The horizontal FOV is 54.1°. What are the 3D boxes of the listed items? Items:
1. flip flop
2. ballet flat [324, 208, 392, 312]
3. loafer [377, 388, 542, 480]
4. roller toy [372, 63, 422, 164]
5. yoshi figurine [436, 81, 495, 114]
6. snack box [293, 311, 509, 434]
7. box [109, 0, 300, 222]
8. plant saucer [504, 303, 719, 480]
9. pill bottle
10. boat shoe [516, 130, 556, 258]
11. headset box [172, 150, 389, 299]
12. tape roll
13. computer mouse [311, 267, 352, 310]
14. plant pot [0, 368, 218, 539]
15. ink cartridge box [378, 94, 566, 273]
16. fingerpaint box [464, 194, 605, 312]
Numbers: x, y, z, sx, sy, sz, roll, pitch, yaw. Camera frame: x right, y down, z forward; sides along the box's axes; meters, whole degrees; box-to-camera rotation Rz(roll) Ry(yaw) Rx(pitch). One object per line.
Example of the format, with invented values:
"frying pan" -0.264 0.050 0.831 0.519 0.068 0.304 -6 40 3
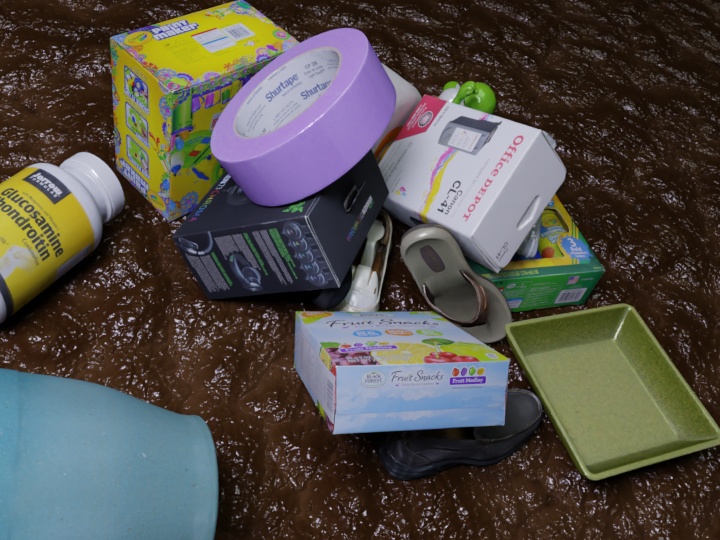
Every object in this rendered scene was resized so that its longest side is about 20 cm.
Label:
"flip flop" 0.110 0.027 0.796 0.080 0.201 0.058 -27 40 16
"ballet flat" 0.000 0.000 0.854 0.066 0.063 0.203 14 46 -1
"loafer" 0.115 0.160 0.734 0.196 0.073 0.073 -13 53 -27
"roller toy" -0.006 -0.185 0.934 0.139 0.203 0.181 38 35 20
"yoshi figurine" 0.171 -0.237 1.103 0.110 0.113 0.203 23 41 -17
"snack box" 0.029 0.092 0.703 0.165 0.069 0.200 1 8 -16
"box" -0.194 -0.203 0.891 0.121 0.195 0.199 39 49 20
"plant saucer" 0.282 0.142 0.819 0.196 0.048 0.202 -7 51 -22
"pill bottle" -0.350 -0.043 0.752 0.110 0.113 0.201 28 47 11
"boat shoe" 0.218 -0.099 0.904 0.064 0.075 0.204 28 51 2
"headset box" -0.079 -0.064 0.801 0.196 0.094 0.175 -5 37 31
"tape roll" -0.062 -0.164 0.745 0.197 0.066 0.203 -24 40 21
"computer mouse" -0.028 -0.020 0.843 0.033 0.059 0.202 23 33 -14
"plant pot" -0.216 0.179 0.546 0.184 0.201 0.203 9 44 -30
"ink cartridge box" 0.120 -0.110 0.842 0.199 0.085 0.149 31 85 48
"fingerpaint box" 0.193 -0.033 0.934 0.195 0.074 0.169 -4 49 -20
